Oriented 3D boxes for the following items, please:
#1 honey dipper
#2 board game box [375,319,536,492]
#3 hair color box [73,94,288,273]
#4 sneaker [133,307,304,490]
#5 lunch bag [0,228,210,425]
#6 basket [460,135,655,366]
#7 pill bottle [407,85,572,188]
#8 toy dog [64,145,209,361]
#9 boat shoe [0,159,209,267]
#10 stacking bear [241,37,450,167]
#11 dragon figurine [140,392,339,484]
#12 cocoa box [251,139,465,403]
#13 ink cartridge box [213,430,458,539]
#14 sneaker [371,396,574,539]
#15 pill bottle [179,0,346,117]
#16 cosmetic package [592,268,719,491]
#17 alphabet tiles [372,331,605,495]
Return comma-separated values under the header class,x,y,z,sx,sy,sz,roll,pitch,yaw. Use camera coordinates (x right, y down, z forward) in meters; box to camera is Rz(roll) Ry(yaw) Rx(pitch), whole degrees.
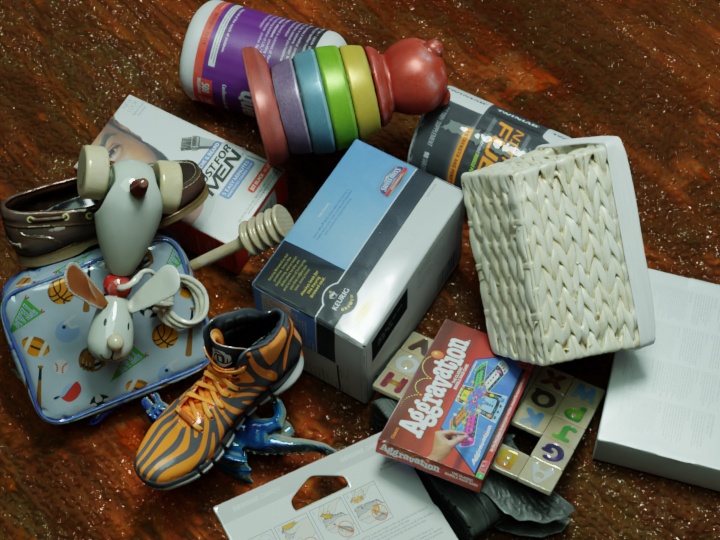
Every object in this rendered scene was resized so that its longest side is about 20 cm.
class,x,y,z,sx,sy,sz,roll,pitch,yaw
honey dipper,-0.156,-0.012,1.428,0.199,0.038,0.038,-24,56,25
board game box,0.095,0.122,1.343,0.102,0.020,0.200,19,37,12
hair color box,-0.189,-0.093,1.505,0.199,0.064,0.111,25,64,15
sneaker,-0.138,0.104,1.294,0.077,0.112,0.200,34,68,25
lunch bag,-0.248,0.058,1.381,0.198,0.076,0.162,-20,106,-9
basket,0.184,-0.017,1.350,0.122,0.135,0.202,-13,97,-20
pill bottle,0.157,-0.109,1.486,0.199,0.107,0.107,25,63,14
toy dog,-0.209,-0.018,1.289,0.131,0.096,0.202,-16,101,-15
boat shoe,-0.243,-0.067,1.357,0.199,0.071,0.070,-22,36,-13
stacking bear,-0.009,-0.181,1.436,0.198,0.122,0.114,-14,27,-1
dragon figurine,-0.116,0.163,1.357,0.199,0.059,0.100,30,67,22
cocoa box,0.000,0.000,1.408,0.130,0.134,0.201,27,64,16
ink cartridge box,-0.013,0.259,1.276,0.199,0.045,0.177,-20,67,-28
sneaker,0.104,0.182,1.348,0.104,0.060,0.200,-27,60,-23
pill bottle,-0.089,-0.218,1.547,0.198,0.113,0.113,17,61,11
cosmetic package,0.321,0.106,1.392,0.149,0.052,0.201,13,61,10
alphabet tiles,0.120,0.124,1.368,0.199,0.008,0.167,23,38,15
